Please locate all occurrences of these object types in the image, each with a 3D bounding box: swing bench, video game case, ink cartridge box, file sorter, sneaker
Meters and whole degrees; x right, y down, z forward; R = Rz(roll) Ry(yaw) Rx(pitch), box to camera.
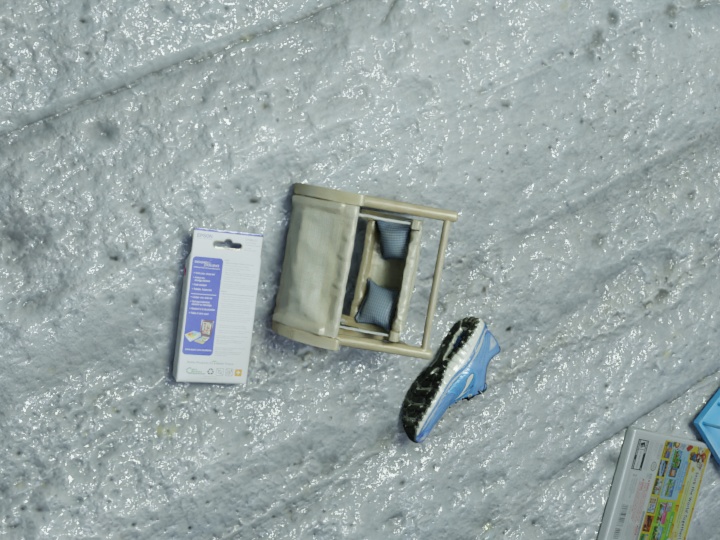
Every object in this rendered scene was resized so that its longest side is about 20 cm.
[{"bbox_3d":[0.000,0.000,1.181,0.198,0.130,0.201,7,95,-24],"label":"swing bench"},{"bbox_3d":[0.499,0.376,1.509,0.181,0.023,0.202,14,91,-24],"label":"video game case"},{"bbox_3d":[-0.185,0.046,1.159,0.094,0.037,0.202,5,98,-23],"label":"ink cartridge box"},{"bbox_3d":[0.693,0.245,1.508,0.200,0.122,0.139,-44,111,-18],"label":"file sorter"},{"bbox_3d":[0.138,0.169,1.293,0.089,0.078,0.201,40,81,-20],"label":"sneaker"}]
